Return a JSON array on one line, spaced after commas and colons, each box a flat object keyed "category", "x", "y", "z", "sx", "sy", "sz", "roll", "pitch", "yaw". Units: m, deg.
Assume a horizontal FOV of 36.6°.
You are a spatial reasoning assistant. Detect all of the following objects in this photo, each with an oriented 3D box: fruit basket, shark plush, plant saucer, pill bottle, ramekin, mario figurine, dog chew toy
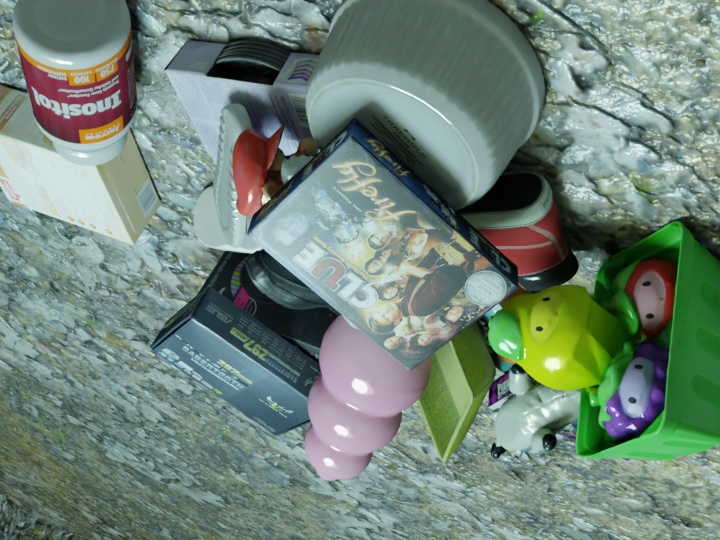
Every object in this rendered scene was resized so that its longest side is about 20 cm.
[{"category": "fruit basket", "x": 0.226, "y": 0.062, "z": 0.983, "sx": 0.214, "sy": 0.217, "sz": 0.155, "roll": 34, "pitch": 151, "yaw": -10}, {"category": "shark plush", "x": 0.187, "y": 0.167, "z": 1.139, "sx": 0.091, "sy": 0.082, "sz": 0.201, "roll": 63, "pitch": 153, "yaw": 30}, {"category": "plant saucer", "x": 0.092, "y": 0.085, "z": 1.213, "sx": 0.047, "sy": 0.202, "sz": 0.201, "roll": -14, "pitch": 154, "yaw": -14}, {"category": "pill bottle", "x": -0.287, "y": -0.198, "z": 1.120, "sx": 0.112, "sy": 0.114, "sz": 0.201, "roll": 25, "pitch": 152, "yaw": 6}, {"category": "ramekin", "x": 0.048, "y": -0.139, "z": 0.923, "sx": 0.198, "sy": 0.106, "sz": 0.201, "roll": 21, "pitch": 151, "yaw": 12}, {"category": "mario figurine", "x": -0.027, "y": -0.069, "z": 0.999, "sx": 0.199, "sy": 0.107, "sz": 0.123, "roll": 36, "pitch": 145, "yaw": -8}, {"category": "dog chew toy", "x": -0.002, "y": 0.139, "z": 1.185, "sx": 0.123, "sy": 0.125, "sz": 0.202, "roll": 25, "pitch": 109, "yaw": 6}]

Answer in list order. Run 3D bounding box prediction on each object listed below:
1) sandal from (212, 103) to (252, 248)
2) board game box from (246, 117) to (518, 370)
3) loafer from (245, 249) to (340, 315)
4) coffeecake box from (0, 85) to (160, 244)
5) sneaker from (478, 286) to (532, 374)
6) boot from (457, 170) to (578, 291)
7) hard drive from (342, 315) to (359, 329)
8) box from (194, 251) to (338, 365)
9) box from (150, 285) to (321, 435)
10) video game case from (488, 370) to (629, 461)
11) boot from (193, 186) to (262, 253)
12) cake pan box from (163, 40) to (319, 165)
[{"category": "sandal", "x": -0.115, "y": -0.088, "z": 1.101, "sx": 0.049, "sy": 0.083, "sz": 0.203, "roll": -12, "pitch": 154, "yaw": -16}, {"category": "board game box", "x": 0.020, "y": -0.016, "z": 0.934, "sx": 0.199, "sy": 0.035, "sz": 0.135, "roll": 40, "pitch": 119, "yaw": -19}, {"category": "loafer", "x": -0.038, "y": 0.006, "z": 1.179, "sx": 0.199, "sy": 0.069, "sz": 0.070, "roll": 16, "pitch": 129, "yaw": -44}, {"category": "coffeecake box", "x": -0.364, "y": -0.130, "z": 1.339, "sx": 0.198, "sy": 0.074, "sz": 0.154, "roll": 18, "pitch": 150, "yaw": 19}, {"category": "sneaker", "x": 0.159, "y": 0.067, "z": 1.174, "sx": 0.079, "sy": 0.072, "sz": 0.200, "roll": -19, "pitch": 129, "yaw": 33}, {"category": "boot", "x": 0.111, "y": -0.030, "z": 1.082, "sx": 0.198, "sy": 0.073, "sz": 0.145, "roll": 4, "pitch": 145, "yaw": 32}, {"category": "hard drive", "x": 0.000, "y": 0.000, "z": 1.102, "sx": 0.131, "sy": 0.027, "sz": 0.200, "roll": 8, "pitch": -155, "yaw": -36}, {"category": "box", "x": -0.083, "y": 0.051, "z": 1.326, "sx": 0.198, "sy": 0.123, "sz": 0.107, "roll": 18, "pitch": 149, "yaw": 18}, {"category": "box", "x": -0.137, "y": 0.112, "z": 1.290, "sx": 0.199, "sy": 0.051, "sz": 0.157, "roll": 36, "pitch": 149, "yaw": -14}, {"category": "video game case", "x": 0.266, "y": 0.132, "z": 1.158, "sx": 0.198, "sy": 0.036, "sz": 0.181, "roll": 23, "pitch": 144, "yaw": -20}, {"category": "boot", "x": -0.116, "y": -0.048, "z": 1.255, "sx": 0.089, "sy": 0.074, "sz": 0.199, "roll": 11, "pitch": -174, "yaw": -35}, {"category": "cake pan box", "x": -0.083, "y": -0.140, "z": 1.097, "sx": 0.182, "sy": 0.053, "sz": 0.201, "roll": 10, "pitch": 146, "yaw": 28}]
